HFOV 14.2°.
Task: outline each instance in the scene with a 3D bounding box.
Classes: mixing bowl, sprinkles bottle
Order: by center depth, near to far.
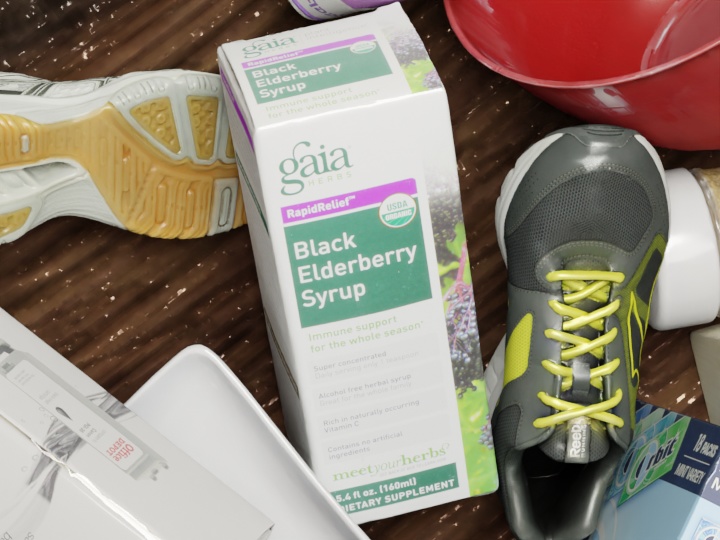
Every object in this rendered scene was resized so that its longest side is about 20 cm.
[{"bbox_3d":[0.144,-0.125,1.214,0.200,0.200,0.108,-45,131,-4],"label":"mixing bowl"},{"bbox_3d":[0.216,-0.024,1.269,0.199,0.068,0.069,-11,93,-7],"label":"sprinkles bottle"}]

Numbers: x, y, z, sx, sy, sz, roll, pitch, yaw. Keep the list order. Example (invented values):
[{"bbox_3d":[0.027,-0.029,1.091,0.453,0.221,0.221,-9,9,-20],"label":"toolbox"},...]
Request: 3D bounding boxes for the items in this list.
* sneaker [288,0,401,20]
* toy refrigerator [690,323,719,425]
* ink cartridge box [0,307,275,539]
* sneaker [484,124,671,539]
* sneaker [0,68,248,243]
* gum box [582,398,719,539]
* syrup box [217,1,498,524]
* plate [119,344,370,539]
[{"bbox_3d":[0.020,-0.190,1.238,0.073,0.114,0.201,44,53,-23],"label":"sneaker"},{"bbox_3d":[0.201,0.057,1.203,0.070,0.200,0.076,-15,93,-7],"label":"toy refrigerator"},{"bbox_3d":[-0.158,0.108,1.173,0.200,0.083,0.147,38,112,5],"label":"ink cartridge box"},{"bbox_3d":[0.093,0.032,1.203,0.074,0.085,0.201,-1,129,-8],"label":"sneaker"},{"bbox_3d":[-0.123,-0.059,1.222,0.199,0.088,0.076,-3,114,-30],"label":"sneaker"},{"bbox_3d":[0.106,0.157,1.209,0.044,0.170,0.201,26,88,-8],"label":"gum box"},{"bbox_3d":[0.000,0.000,1.193,0.078,0.082,0.201,-13,124,-7],"label":"syrup box"},{"bbox_3d":[-0.066,0.159,1.220,0.199,0.032,0.200,-41,90,21],"label":"plate"}]
